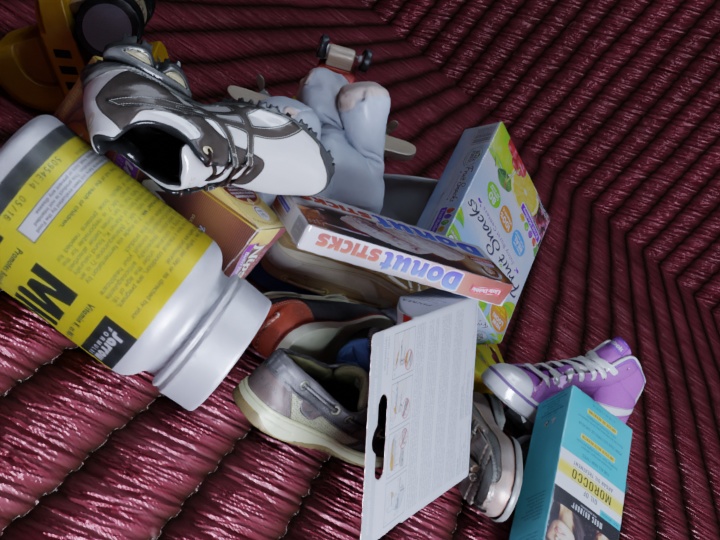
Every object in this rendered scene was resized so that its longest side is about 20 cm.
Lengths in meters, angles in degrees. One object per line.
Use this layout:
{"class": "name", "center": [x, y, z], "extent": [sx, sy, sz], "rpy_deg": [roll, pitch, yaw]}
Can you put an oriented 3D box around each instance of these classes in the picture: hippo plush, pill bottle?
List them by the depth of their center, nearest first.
{"class": "pill bottle", "center": [-0.166, -0.002, 0.708], "extent": [0.200, 0.114, 0.114], "rpy_deg": [38, 19, -9]}
{"class": "hippo plush", "center": [-0.063, -0.097, 1.027], "extent": [0.161, 0.159, 0.201], "rpy_deg": [-16, 101, -48]}

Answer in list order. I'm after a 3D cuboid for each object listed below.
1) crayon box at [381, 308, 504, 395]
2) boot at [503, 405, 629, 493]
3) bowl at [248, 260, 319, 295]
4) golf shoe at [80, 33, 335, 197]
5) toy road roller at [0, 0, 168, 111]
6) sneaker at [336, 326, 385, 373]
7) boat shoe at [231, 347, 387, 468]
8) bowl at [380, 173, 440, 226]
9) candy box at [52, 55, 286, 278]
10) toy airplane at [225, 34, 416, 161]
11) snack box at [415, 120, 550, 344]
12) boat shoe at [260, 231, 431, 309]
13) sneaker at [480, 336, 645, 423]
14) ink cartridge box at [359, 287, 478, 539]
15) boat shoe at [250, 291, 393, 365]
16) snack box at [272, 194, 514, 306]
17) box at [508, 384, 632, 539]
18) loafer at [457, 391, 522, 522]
{"class": "crayon box", "center": [0.073, 0.074, 1.109], "extent": [0.200, 0.051, 0.127], "rpy_deg": [33, 21, -23]}
{"class": "boot", "center": [0.182, 0.184, 1.085], "extent": [0.200, 0.070, 0.132], "rpy_deg": [32, 13, -45]}
{"class": "bowl", "center": [-0.092, -0.043, 1.063], "extent": [0.200, 0.039, 0.201], "rpy_deg": [37, 19, -15]}
{"class": "golf shoe", "center": [-0.108, -0.081, 0.742], "extent": [0.199, 0.078, 0.095], "rpy_deg": [21, 47, -27]}
{"class": "toy road roller", "center": [-0.249, -0.174, 0.970], "extent": [0.123, 0.145, 0.201], "rpy_deg": [-98, 173, -63]}
{"class": "sneaker", "center": [0.038, 0.073, 0.943], "extent": [0.071, 0.083, 0.200], "rpy_deg": [20, -4, 24]}
{"class": "boat shoe", "center": [-0.012, 0.109, 0.839], "extent": [0.200, 0.065, 0.073], "rpy_deg": [20, 26, -50]}
{"class": "bowl", "center": [0.057, -0.046, 1.224], "extent": [0.200, 0.091, 0.201], "rpy_deg": [8, -8, 1]}
{"class": "candy box", "center": [-0.167, -0.060, 0.833], "extent": [0.200, 0.117, 0.056], "rpy_deg": [45, 19, 11]}
{"class": "toy airplane", "center": [-0.050, -0.191, 1.370], "extent": [0.199, 0.141, 0.200], "rpy_deg": [-28, 76, -30]}
{"class": "snack box", "center": [0.129, -0.041, 1.102], "extent": [0.142, 0.053, 0.200], "rpy_deg": [57, 43, -29]}
{"class": "boat shoe", "center": [0.000, 0.000, 0.975], "extent": [0.199, 0.069, 0.074], "rpy_deg": [21, 47, -23]}
{"class": "sneaker", "center": [0.212, 0.104, 1.059], "extent": [0.200, 0.115, 0.073], "rpy_deg": [24, 13, -39]}
{"class": "ink cartridge box", "center": [0.033, 0.106, 0.813], "extent": [0.057, 0.163, 0.200], "rpy_deg": [8, 10, 31]}
{"class": "boat shoe", "center": [-0.035, 0.052, 0.924], "extent": [0.063, 0.071, 0.200], "rpy_deg": [40, 16, 24]}
{"class": "snack box", "center": [0.028, -0.019, 0.845], "extent": [0.199, 0.024, 0.072], "rpy_deg": [16, 22, -30]}
{"class": "box", "center": [0.187, 0.204, 0.927], "extent": [0.082, 0.049, 0.200], "rpy_deg": [37, 44, -14]}
{"class": "loafer", "center": [0.102, 0.164, 0.962], "extent": [0.063, 0.072, 0.200], "rpy_deg": [21, 15, -6]}
